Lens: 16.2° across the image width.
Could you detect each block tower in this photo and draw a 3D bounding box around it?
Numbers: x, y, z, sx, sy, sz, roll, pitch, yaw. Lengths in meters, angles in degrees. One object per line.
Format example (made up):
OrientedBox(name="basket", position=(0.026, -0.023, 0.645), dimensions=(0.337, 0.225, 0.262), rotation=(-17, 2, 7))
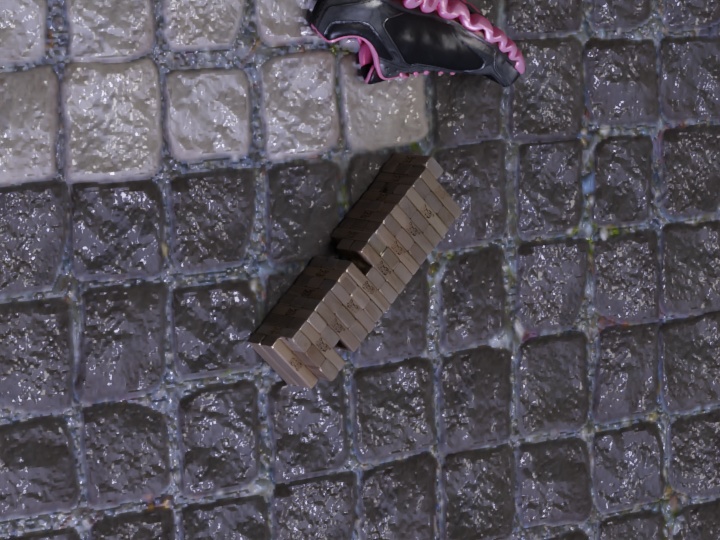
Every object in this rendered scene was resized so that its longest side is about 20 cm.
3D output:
OrientedBox(name="block tower", position=(0.000, 0.000, 1.980), dimensions=(0.058, 0.054, 0.200), rotation=(48, 68, -30))

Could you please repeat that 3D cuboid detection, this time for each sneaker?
OrientedBox(name="sneaker", position=(0.041, -0.182, 1.992), dimensions=(0.200, 0.079, 0.096), rotation=(26, 101, -34))
